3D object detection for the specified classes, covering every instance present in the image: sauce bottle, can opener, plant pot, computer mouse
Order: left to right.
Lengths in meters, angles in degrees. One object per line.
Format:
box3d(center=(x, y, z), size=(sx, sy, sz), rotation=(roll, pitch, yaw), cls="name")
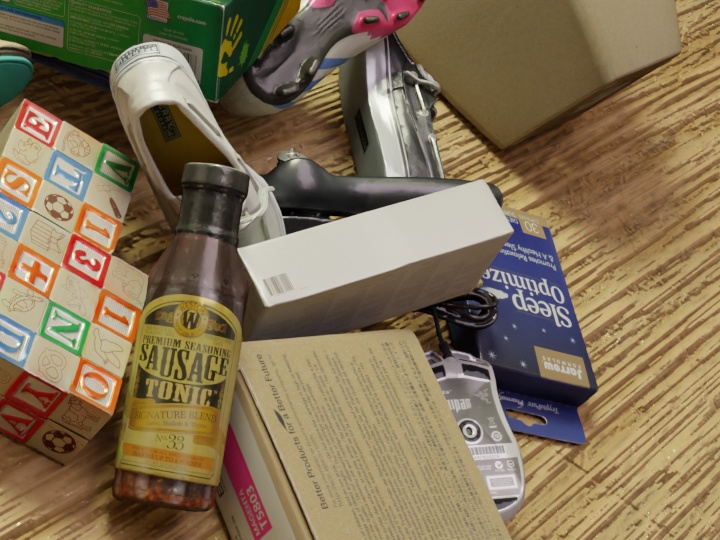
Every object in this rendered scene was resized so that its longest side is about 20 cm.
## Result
box3d(center=(-0.102, 0.039, 1.012), size=(0.065, 0.066, 0.203), rotation=(11, 82, -36), cls="sauce bottle")
box3d(center=(0.005, -0.049, 1.240), size=(0.198, 0.063, 0.080), rotation=(-4, 100, -20), cls="can opener")
box3d(center=(0.059, 0.092, 1.200), size=(0.108, 0.044, 0.202), rotation=(0, 57, -19), cls="computer mouse")
box3d(center=(0.157, -0.220, 1.470), size=(0.199, 0.199, 0.178), rotation=(-25, 87, -51), cls="plant pot")

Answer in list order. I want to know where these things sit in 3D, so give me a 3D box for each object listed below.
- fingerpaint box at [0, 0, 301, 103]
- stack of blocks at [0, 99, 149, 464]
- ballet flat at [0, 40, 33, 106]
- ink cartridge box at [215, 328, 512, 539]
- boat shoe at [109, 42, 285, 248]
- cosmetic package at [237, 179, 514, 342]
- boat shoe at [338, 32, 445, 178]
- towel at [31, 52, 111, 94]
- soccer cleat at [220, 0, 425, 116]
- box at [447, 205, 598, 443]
box3d(center=(-0.155, -0.203, 1.168), size=(0.198, 0.074, 0.167), rotation=(16, 33, 11), cls="fingerpaint box")
box3d(center=(-0.190, 0.003, 1.040), size=(0.114, 0.059, 0.201), rotation=(30, 40, -20), cls="stack of blocks")
box3d(center=(-0.284, -0.118, 1.059), size=(0.067, 0.068, 0.200), rotation=(44, 36, 9), cls="ballet flat")
box3d(center=(-0.003, 0.142, 1.077), size=(0.164, 0.075, 0.201), rotation=(-2, 59, -42), cls="ink cartridge box")
box3d(center=(-0.095, -0.047, 1.095), size=(0.086, 0.074, 0.203), rotation=(-111, 178, -47), cls="boat shoe")
box3d(center=(0.000, 0.000, 1.158), size=(0.198, 0.083, 0.051), rotation=(-17, 64, -31), cls="cosmetic package")
box3d(center=(0.030, -0.127, 1.338), size=(0.067, 0.074, 0.201), rotation=(2, 54, -20), cls="boat shoe")
box3d(center=(-0.158, -0.181, 1.231), size=(0.144, 0.024, 0.200), rotation=(23, 36, 11), cls="towel")
box3d(center=(-0.032, -0.182, 1.292), size=(0.200, 0.086, 0.070), rotation=(-39, 102, -30), cls="soccer cleat")
box3d(center=(0.115, 0.033, 1.321), size=(0.120, 0.032, 0.202), rotation=(14, 49, -34), cls="box")
